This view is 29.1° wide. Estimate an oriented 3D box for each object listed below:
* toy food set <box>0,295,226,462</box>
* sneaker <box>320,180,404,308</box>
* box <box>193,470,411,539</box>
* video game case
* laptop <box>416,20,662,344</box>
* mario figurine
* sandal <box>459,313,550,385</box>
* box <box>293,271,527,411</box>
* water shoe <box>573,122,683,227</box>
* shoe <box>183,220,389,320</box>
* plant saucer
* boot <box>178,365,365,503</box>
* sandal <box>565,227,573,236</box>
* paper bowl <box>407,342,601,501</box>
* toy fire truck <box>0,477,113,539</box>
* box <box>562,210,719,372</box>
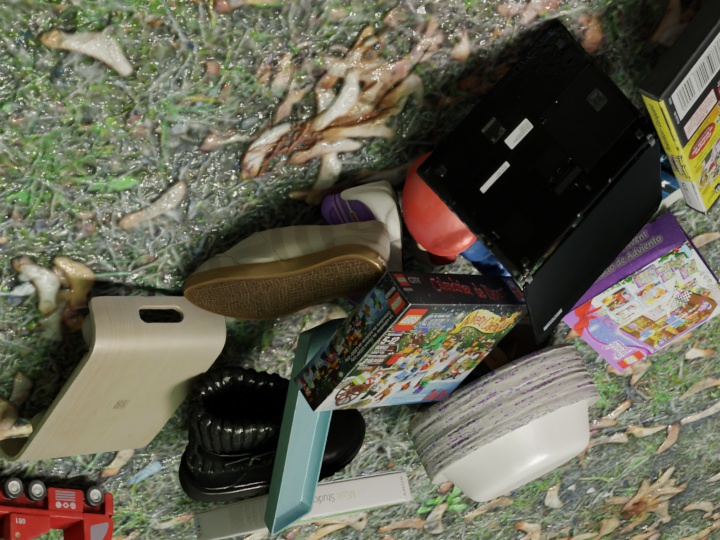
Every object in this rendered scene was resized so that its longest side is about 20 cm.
[{"bbox_3d":[-0.225,0.097,1.248,0.142,0.061,0.200,1,139,-46],"label":"toy food set"},{"bbox_3d":[0.000,0.000,1.247,0.082,0.081,0.202,-5,132,2],"label":"sneaker"},{"bbox_3d":[-0.063,0.245,1.436,0.143,0.037,0.199,-2,167,-39],"label":"box"},{"bbox_3d":[0.321,-0.172,1.168,0.201,0.025,0.181,-52,142,-9],"label":"video game case"},{"bbox_3d":[0.158,-0.069,1.172,0.177,0.200,0.103,-46,-171,-12],"label":"laptop"},{"bbox_3d":[0.094,-0.059,1.230,0.199,0.105,0.125,28,84,-58],"label":"mario figurine"},{"bbox_3d":[0.107,0.084,1.402,0.197,0.055,0.082,3,136,-30],"label":"sandal"},{"bbox_3d":[0.050,0.062,1.217,0.199,0.038,0.137,2,136,-53],"label":"box"},{"bbox_3d":[0.273,-0.104,1.272,0.198,0.072,0.080,-24,122,-5],"label":"water shoe"},{"bbox_3d":[-0.062,-0.002,1.183,0.197,0.054,0.070,-10,140,26],"label":"shoe"},{"bbox_3d":[-0.050,0.139,1.254,0.070,0.019,0.203,-20,126,-57],"label":"plant saucer"},{"bbox_3d":[-0.074,0.145,1.331,0.209,0.080,0.159,-17,148,-27],"label":"boot"},{"bbox_3d":[0.247,0.002,1.385,0.075,0.048,0.201,-28,143,6],"label":"sandal"},{"bbox_3d":[0.156,0.166,1.435,0.199,0.105,0.201,-26,166,-7],"label":"paper bowl"},{"bbox_3d":[-0.324,0.274,1.320,0.198,0.143,0.048,14,150,-39],"label":"toy fire truck"},{"bbox_3d":[0.273,0.025,1.342,0.136,0.039,0.200,-33,150,13],"label":"box"}]
